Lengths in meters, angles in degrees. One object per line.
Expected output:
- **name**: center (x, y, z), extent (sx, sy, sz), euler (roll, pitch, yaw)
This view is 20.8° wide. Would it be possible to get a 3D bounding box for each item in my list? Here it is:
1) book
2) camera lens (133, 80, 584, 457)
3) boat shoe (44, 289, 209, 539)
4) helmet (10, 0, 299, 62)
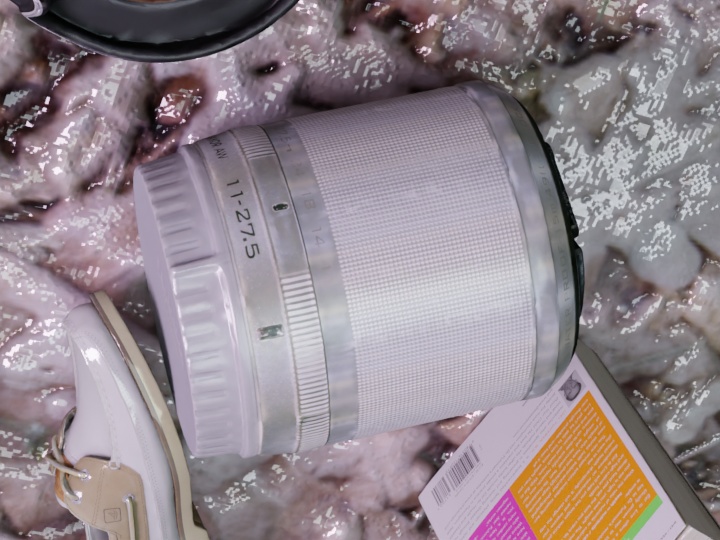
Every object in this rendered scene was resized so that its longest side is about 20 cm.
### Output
- **book**: center (0.107, 0.135, 1.050), extent (0.048, 0.200, 0.134), euler (32, 105, -29)
- **camera lens**: center (0.000, 0.000, 0.966), extent (0.198, 0.160, 0.161), euler (-12, 121, -10)
- **boat shoe**: center (-0.128, 0.105, 1.035), extent (0.068, 0.075, 0.201), euler (-21, 123, -12)
- **helmet**: center (-0.098, -0.191, 0.814), extent (0.198, 0.191, 0.202), euler (0, 86, 6)
